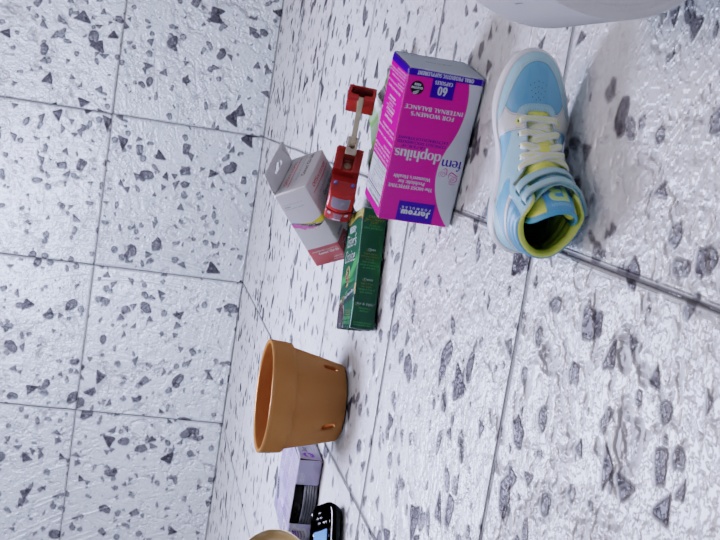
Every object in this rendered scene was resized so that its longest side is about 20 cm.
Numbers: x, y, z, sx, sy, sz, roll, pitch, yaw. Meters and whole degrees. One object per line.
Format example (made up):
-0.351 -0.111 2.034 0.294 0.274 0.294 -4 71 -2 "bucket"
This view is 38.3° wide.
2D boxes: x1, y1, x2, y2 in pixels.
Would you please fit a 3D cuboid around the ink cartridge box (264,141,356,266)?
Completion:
-0.080 -0.123 1.790 0.200 0.067 0.117 59 -150 -30 "ink cartridge box"

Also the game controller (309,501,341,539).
-0.062 0.490 1.727 0.104 0.042 0.200 126 148 -64 "game controller"

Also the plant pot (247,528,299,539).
-0.163 0.581 1.913 0.200 0.027 0.200 -16 60 29 "plant pot"

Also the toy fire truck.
-0.017 -0.197 1.733 0.141 0.049 0.200 106 175 -52 "toy fire truck"

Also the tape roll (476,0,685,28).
0.172 -0.289 0.789 0.139 0.202 0.203 -141 59 -74 "tape roll"

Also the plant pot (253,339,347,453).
-0.106 0.230 1.845 0.200 0.140 0.201 -172 90 -77 "plant pot"

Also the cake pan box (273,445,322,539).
-0.124 0.416 2.021 0.200 0.052 0.185 -133 49 -74 "cake pan box"

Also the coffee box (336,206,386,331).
0.000 0.000 1.722 0.123 0.044 0.201 168 110 -77 "coffee box"

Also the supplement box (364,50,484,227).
0.079 -0.170 1.346 0.103 0.101 0.200 -113 32 -64 "supplement box"

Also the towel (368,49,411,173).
0.043 -0.251 1.712 0.200 0.031 0.150 124 151 -63 "towel"

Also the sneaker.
0.172 -0.104 0.966 0.131 0.079 0.200 -125 34 -74 "sneaker"
